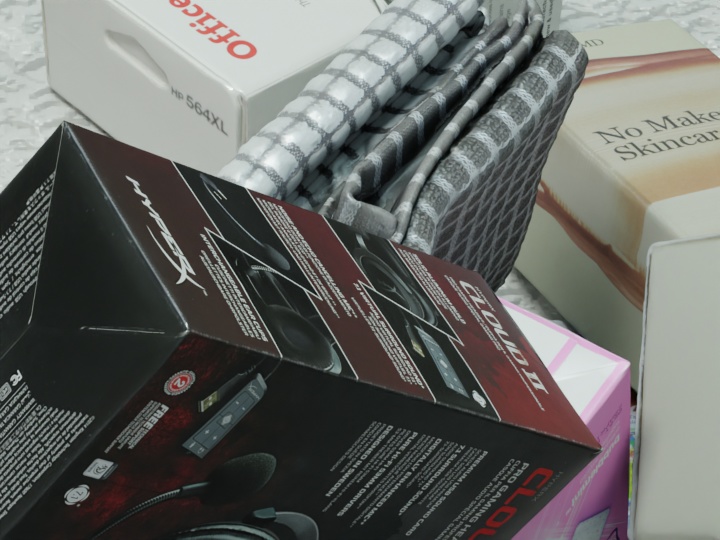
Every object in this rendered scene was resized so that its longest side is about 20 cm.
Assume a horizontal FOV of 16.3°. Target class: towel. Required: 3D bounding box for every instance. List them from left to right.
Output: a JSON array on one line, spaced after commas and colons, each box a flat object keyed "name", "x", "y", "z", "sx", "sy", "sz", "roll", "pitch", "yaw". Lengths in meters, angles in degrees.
[{"name": "towel", "x": 0.000, "y": 0.000, "z": 0.912, "sx": 0.086, "sy": 0.200, "sz": 0.166, "roll": 37, "pitch": 58, "yaw": 9}]

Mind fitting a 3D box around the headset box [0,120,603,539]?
[{"name": "headset box", "x": -0.043, "y": 0.059, "z": 0.672, "sx": 0.200, "sy": 0.149, "sz": 0.077, "roll": 21, "pitch": 29, "yaw": -50}]

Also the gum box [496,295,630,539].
[{"name": "gum box", "x": 0.018, "y": 0.110, "z": 0.833, "sx": 0.066, "sy": 0.114, "sz": 0.200, "roll": 27, "pitch": 60, "yaw": 24}]

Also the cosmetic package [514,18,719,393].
[{"name": "cosmetic package", "x": 0.134, "y": -0.017, "z": 1.016, "sx": 0.103, "sy": 0.087, "sz": 0.200, "roll": -13, "pitch": 35, "yaw": -24}]

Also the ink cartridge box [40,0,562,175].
[{"name": "ink cartridge box", "x": -0.026, "y": -0.119, "z": 1.144, "sx": 0.200, "sy": 0.084, "sz": 0.146, "roll": -30, "pitch": 51, "yaw": -31}]

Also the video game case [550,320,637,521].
[{"name": "video game case", "x": 0.088, "y": 0.092, "z": 0.965, "sx": 0.143, "sy": 0.018, "sz": 0.200, "roll": 2, "pitch": 42, "yaw": -2}]

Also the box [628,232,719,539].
[{"name": "box", "x": 0.207, "y": 0.052, "z": 0.861, "sx": 0.200, "sy": 0.109, "sz": 0.128, "roll": 11, "pitch": -11, "yaw": -38}]
